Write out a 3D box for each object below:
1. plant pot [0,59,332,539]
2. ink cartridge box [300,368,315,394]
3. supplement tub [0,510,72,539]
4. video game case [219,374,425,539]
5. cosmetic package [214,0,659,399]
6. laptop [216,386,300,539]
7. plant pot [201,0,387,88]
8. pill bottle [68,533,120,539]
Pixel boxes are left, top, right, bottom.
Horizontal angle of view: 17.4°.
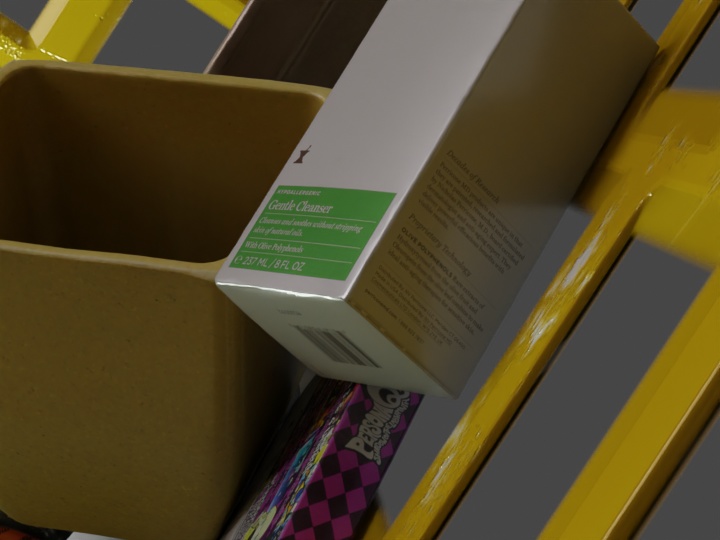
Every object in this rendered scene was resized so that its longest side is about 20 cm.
[{"bbox_3d":[-0.118,0.028,1.218,0.195,0.194,0.201,-61,-27,-55],"label":"plant pot"},{"bbox_3d":[-0.110,0.078,1.494,0.200,0.146,0.085,-52,7,50],"label":"ink cartridge box"},{"bbox_3d":[-0.212,0.080,1.352,0.123,0.122,0.201,132,147,-59],"label":"supplement tub"},{"bbox_3d":[-0.028,0.110,1.142,0.181,0.036,0.201,-50,9,53],"label":"video game case"},{"bbox_3d":[0.036,-0.049,1.070,0.107,0.085,0.201,4,59,52],"label":"cosmetic package"},{"bbox_3d":[-0.128,0.166,1.334,0.178,0.103,0.201,-65,-3,-54],"label":"laptop"},{"bbox_3d":[-0.007,-0.116,1.530,0.201,0.174,0.200,-56,6,9],"label":"plant pot"},{"bbox_3d":[-0.177,0.189,1.607,0.115,0.114,0.200,-55,6,17],"label":"pill bottle"}]
